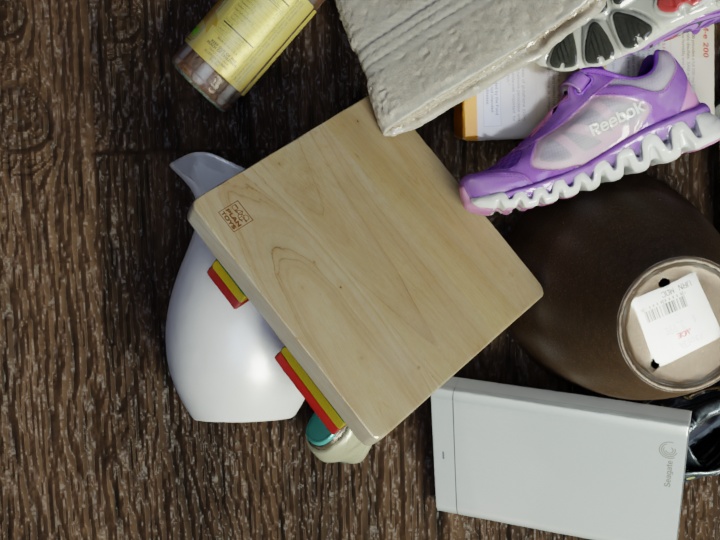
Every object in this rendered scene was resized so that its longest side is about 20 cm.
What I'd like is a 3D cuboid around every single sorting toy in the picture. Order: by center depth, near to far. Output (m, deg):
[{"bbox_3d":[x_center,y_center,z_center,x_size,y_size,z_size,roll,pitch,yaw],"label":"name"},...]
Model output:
[{"bbox_3d":[0.000,0.000,0.808,0.198,0.070,0.200,-36,84,-36],"label":"sorting toy"}]

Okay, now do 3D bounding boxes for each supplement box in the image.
[{"bbox_3d":[0.173,-0.171,0.874,0.198,0.074,0.128,-2,99,0],"label":"supplement box"}]

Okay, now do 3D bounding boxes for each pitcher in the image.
[{"bbox_3d":[-0.068,0.015,0.878,0.170,0.121,0.202,1,87,-18],"label":"pitcher"}]

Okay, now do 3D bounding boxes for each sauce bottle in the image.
[{"bbox_3d":[-0.062,-0.217,0.865,0.065,0.065,0.200,42,92,-7],"label":"sauce bottle"}]

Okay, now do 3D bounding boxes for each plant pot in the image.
[{"bbox_3d":[0.211,0.022,0.839,0.185,0.200,0.189,0,98,-2],"label":"plant pot"}]

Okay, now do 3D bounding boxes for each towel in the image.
[{"bbox_3d":[0.078,-0.200,0.806,0.199,0.034,0.134,-28,69,24],"label":"towel"}]

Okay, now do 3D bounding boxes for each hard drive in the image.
[{"bbox_3d":[0.156,0.155,0.886,0.198,0.027,0.133,6,123,18],"label":"hard drive"}]

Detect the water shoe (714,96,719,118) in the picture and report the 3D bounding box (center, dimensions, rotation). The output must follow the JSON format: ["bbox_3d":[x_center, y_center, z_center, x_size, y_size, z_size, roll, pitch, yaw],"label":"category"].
[{"bbox_3d":[0.345,-0.190,0.893,0.200,0.071,0.079,-41,69,5],"label":"water shoe"}]

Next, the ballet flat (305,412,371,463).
[{"bbox_3d":[0.027,0.073,0.910,0.069,0.069,0.201,34,88,-6],"label":"ballet flat"}]

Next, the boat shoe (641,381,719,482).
[{"bbox_3d":[0.235,0.155,0.913,0.200,0.091,0.071,-38,98,3],"label":"boat shoe"}]

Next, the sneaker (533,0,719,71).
[{"bbox_3d":[0.213,-0.187,0.797,0.198,0.083,0.082,-12,78,17],"label":"sneaker"}]

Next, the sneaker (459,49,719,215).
[{"bbox_3d":[0.160,-0.102,0.813,0.198,0.080,0.089,-21,94,-2],"label":"sneaker"}]
